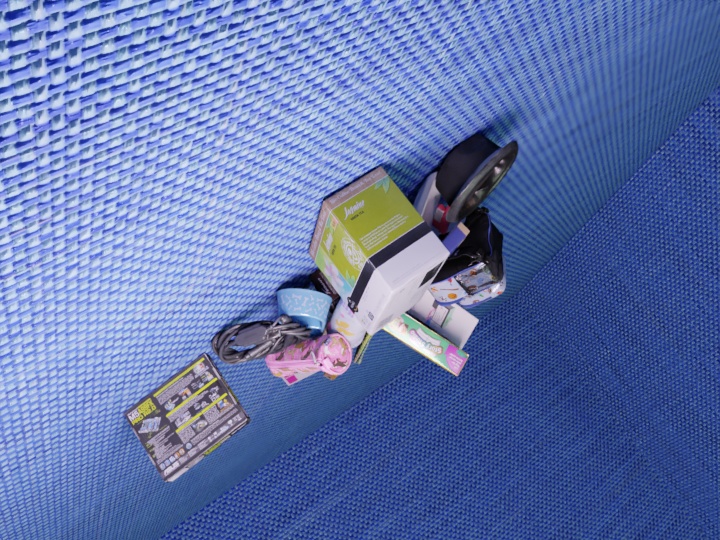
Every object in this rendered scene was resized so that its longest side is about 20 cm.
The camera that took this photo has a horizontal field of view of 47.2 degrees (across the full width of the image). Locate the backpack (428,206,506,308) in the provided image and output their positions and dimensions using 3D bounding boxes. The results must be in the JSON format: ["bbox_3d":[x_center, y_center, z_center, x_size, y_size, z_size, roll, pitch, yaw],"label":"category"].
[{"bbox_3d":[0.223,-0.013,1.799,0.188,0.155,0.201,-20,-150,24],"label":"backpack"}]

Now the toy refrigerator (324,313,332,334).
[{"bbox_3d":[-0.094,0.102,1.812,0.199,0.076,0.070,-36,166,-6],"label":"toy refrigerator"}]

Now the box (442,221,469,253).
[{"bbox_3d":[0.137,-0.009,1.652,0.200,0.032,0.121,-45,175,-1],"label":"box"}]

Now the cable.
[{"bbox_3d":[-0.195,0.134,1.604,0.198,0.052,0.162,-24,161,25],"label":"cable"}]

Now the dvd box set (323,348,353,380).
[{"bbox_3d":[-0.034,0.169,1.850,0.148,0.029,0.200,-63,-179,-13],"label":"dvd box set"}]

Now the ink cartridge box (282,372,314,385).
[{"bbox_3d":[-0.102,0.172,1.876,0.118,0.042,0.201,-28,-160,25],"label":"ink cartridge box"}]

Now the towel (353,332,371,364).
[{"bbox_3d":[0.034,0.100,1.771,0.145,0.022,0.201,-61,-175,26],"label":"towel"}]

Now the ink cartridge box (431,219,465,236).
[{"bbox_3d":[0.182,-0.054,1.992,0.145,0.085,0.201,-33,165,-17],"label":"ink cartridge box"}]

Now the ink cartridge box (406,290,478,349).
[{"bbox_3d":[0.166,0.089,1.928,0.085,0.199,0.145,-55,-177,-2],"label":"ink cartridge box"}]

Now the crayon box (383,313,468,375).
[{"bbox_3d":[0.130,0.149,1.823,0.059,0.198,0.173,-58,-177,-3],"label":"crayon box"}]

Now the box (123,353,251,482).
[{"bbox_3d":[-0.338,0.287,1.611,0.199,0.161,0.044,-37,165,-5],"label":"box"}]

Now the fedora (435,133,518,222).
[{"bbox_3d":[0.212,-0.192,1.593,0.200,0.091,0.201,-44,166,-14],"label":"fedora"}]

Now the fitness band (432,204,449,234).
[{"bbox_3d":[0.210,-0.155,1.759,0.144,0.037,0.200,-52,171,-15],"label":"fitness band"}]

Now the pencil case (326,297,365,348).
[{"bbox_3d":[-0.010,0.083,1.633,0.091,0.083,0.201,-50,174,-28],"label":"pencil case"}]

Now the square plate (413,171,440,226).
[{"bbox_3d":[0.116,-0.087,1.673,0.200,0.028,0.201,54,57,-78],"label":"square plate"}]

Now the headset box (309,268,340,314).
[{"bbox_3d":[0.000,0.000,1.718,0.199,0.078,0.149,-37,166,-5],"label":"headset box"}]

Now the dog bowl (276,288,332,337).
[{"bbox_3d":[-0.115,0.088,1.632,0.109,0.051,0.200,7,161,-3],"label":"dog bowl"}]

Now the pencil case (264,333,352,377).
[{"bbox_3d":[-0.108,0.175,1.676,0.086,0.084,0.198,29,155,-37],"label":"pencil case"}]

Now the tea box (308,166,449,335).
[{"bbox_3d":[0.025,-0.030,1.426,0.133,0.198,0.201,-32,165,-23],"label":"tea box"}]
